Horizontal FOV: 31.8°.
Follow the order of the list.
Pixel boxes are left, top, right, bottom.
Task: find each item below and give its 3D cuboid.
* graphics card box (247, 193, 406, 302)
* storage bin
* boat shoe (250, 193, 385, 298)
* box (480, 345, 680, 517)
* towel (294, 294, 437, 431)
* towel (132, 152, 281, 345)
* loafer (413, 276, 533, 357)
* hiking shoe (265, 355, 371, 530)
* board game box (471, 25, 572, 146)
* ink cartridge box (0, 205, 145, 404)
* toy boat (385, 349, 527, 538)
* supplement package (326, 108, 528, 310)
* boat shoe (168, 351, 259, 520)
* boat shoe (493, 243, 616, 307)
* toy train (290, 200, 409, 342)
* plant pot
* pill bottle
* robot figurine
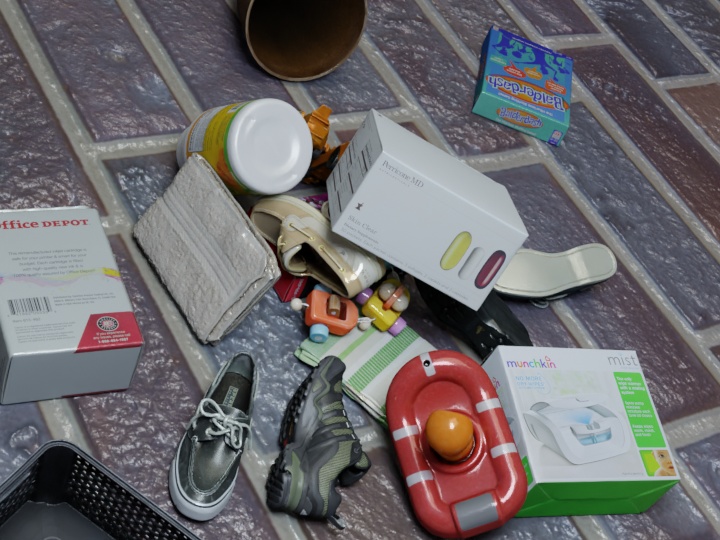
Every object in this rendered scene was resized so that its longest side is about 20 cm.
[{"bbox_3d":[-0.038,-0.037,1.609,0.198,0.051,0.126,-10,54,-35],"label":"graphics card box"},{"bbox_3d":[-0.252,0.271,1.160,0.199,0.094,0.135,34,42,9],"label":"storage bin"},{"bbox_3d":[-0.064,-0.028,1.478,0.199,0.074,0.069,26,56,34],"label":"boat shoe"},{"bbox_3d":[0.245,0.188,1.480,0.197,0.097,0.178,4,55,-23],"label":"box"},{"bbox_3d":[0.037,0.122,1.510,0.199,0.024,0.152,37,42,14],"label":"towel"},{"bbox_3d":[-0.183,-0.024,1.468,0.201,0.133,0.034,51,18,27],"label":"towel"},{"bbox_3d":[0.141,0.048,1.586,0.201,0.068,0.071,45,25,-7],"label":"loafer"},{"bbox_3d":[-0.036,0.187,1.379,0.100,0.076,0.202,27,50,-12],"label":"hiking shoe"},{"bbox_3d":[0.263,-0.299,2.030,0.150,0.045,0.201,20,43,-7],"label":"board game box"},{"bbox_3d":[-0.334,0.033,1.364,0.144,0.083,0.201,-4,50,-29],"label":"ink cartridge box"},{"bbox_3d":[0.098,0.180,1.359,0.129,0.131,0.202,-19,67,1],"label":"toy boat"},{"bbox_3d":[0.073,-0.073,1.464,0.198,0.112,0.156,28,19,-16],"label":"supplement package"},{"bbox_3d":[-0.146,0.169,1.333,0.073,0.068,0.200,24,42,-2],"label":"boat shoe"},{"bbox_3d":[0.249,0.006,1.699,0.198,0.062,0.076,-13,70,-25],"label":"boat shoe"},{"bbox_3d":[0.000,0.000,1.527,0.149,0.056,0.202,21,55,-19],"label":"toy train"},{"bbox_3d":[-0.112,-0.410,1.875,0.185,0.189,0.200,0,33,-26],"label":"plant pot"},{"bbox_3d":[-0.151,-0.148,1.553,0.110,0.199,0.113,-1,93,-31],"label":"pill bottle"},{"bbox_3d":[-0.055,-0.155,1.625,0.144,0.200,0.059,31,79,-18],"label":"robot figurine"}]
